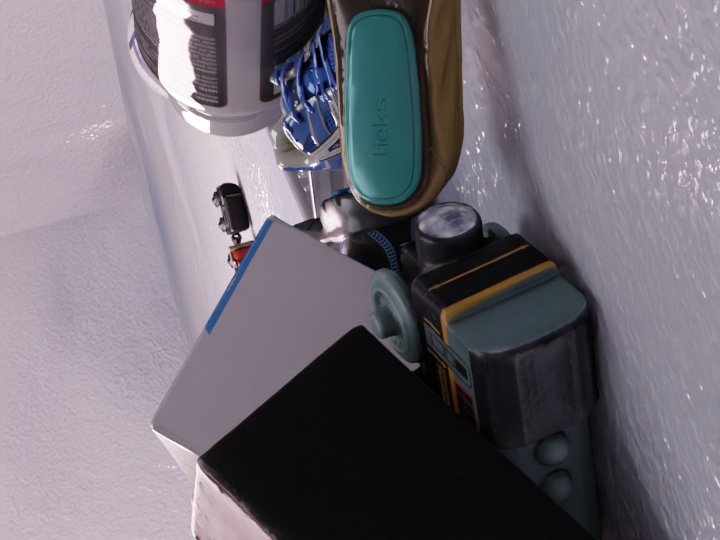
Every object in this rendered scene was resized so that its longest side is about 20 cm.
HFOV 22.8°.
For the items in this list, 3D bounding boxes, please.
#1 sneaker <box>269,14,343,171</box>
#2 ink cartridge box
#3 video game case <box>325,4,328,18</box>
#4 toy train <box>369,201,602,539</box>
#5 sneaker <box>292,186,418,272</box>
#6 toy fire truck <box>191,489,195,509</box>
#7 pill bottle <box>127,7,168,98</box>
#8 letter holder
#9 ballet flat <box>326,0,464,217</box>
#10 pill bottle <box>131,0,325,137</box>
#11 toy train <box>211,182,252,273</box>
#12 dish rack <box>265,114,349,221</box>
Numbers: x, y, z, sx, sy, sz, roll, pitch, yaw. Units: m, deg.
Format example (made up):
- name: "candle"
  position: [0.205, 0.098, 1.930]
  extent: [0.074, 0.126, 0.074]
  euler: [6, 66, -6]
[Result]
- name: "sneaker"
  position: [-0.005, -0.096, 0.944]
  extent: [0.200, 0.076, 0.077]
  euler: [104, 151, -69]
- name: "ink cartridge box"
  position: [-0.021, 0.079, 0.991]
  extent: [0.124, 0.129, 0.200]
  euler: [27, 168, 9]
- name: "video game case"
  position: [-0.025, -0.229, 1.006]
  extent: [0.201, 0.025, 0.182]
  euler: [92, 161, -60]
- name: "toy train"
  position: [0.062, 0.069, 0.817]
  extent: [0.114, 0.084, 0.202]
  euler: [46, 152, 51]
- name: "sneaker"
  position: [0.000, 0.000, 1.082]
  extent: [0.200, 0.072, 0.083]
  euler: [136, 117, -80]
- name: "toy fire truck"
  position: [-0.033, 0.221, 1.338]
  extent: [0.112, 0.166, 0.202]
  euler: [-119, 17, -56]
- name: "pill bottle"
  position: [-0.131, -0.193, 1.434]
  extent: [0.200, 0.110, 0.112]
  euler: [-171, 66, -80]
- name: "letter holder"
  position: [0.027, 0.151, 0.776]
  extent: [0.200, 0.100, 0.143]
  euler: [42, 150, 17]
- name: "ballet flat"
  position: [0.017, -0.127, 0.795]
  extent: [0.063, 0.068, 0.203]
  euler: [-24, -61, -59]
- name: "pill bottle"
  position: [-0.073, -0.155, 0.991]
  extent: [0.200, 0.109, 0.112]
  euler: [99, 154, -67]
- name: "toy train"
  position: [-0.120, 0.002, 1.929]
  extent: [0.046, 0.034, 0.202]
  euler: [159, 97, -68]
- name: "dish rack"
  position: [-0.043, -0.139, 1.206]
  extent: [0.201, 0.043, 0.172]
  euler: [84, 166, -45]
